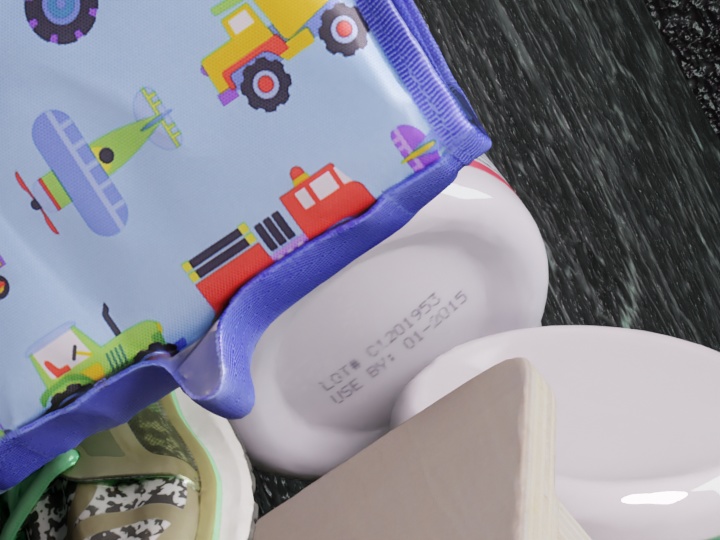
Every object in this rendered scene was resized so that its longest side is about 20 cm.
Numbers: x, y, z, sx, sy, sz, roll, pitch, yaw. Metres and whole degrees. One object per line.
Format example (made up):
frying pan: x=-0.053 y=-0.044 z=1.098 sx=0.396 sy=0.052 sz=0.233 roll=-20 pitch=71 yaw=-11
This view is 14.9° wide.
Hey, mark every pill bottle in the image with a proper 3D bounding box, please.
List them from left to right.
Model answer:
pill bottle: x=-0.033 y=-0.039 z=0.834 sx=0.109 sy=0.109 sz=0.200 roll=49 pitch=5 yaw=-47
pill bottle: x=0.060 y=0.127 z=0.774 sx=0.113 sy=0.112 sz=0.201 roll=-84 pitch=175 yaw=-67

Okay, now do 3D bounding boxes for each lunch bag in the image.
lunch bag: x=-0.071 y=-0.056 z=0.632 sx=0.201 sy=0.150 sz=0.094 roll=62 pitch=12 yaw=19

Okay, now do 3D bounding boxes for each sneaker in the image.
sneaker: x=-0.082 y=0.037 z=0.687 sx=0.088 sy=0.077 sz=0.201 roll=20 pitch=35 yaw=-23

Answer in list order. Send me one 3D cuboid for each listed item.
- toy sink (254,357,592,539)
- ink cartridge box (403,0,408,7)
toy sink: x=0.019 y=0.137 z=0.634 sx=0.112 sy=0.130 sz=0.200 roll=49 pitch=21 yaw=-19
ink cartridge box: x=-0.038 y=-0.134 z=0.723 sx=0.044 sy=0.173 sz=0.201 roll=43 pitch=55 yaw=-54
